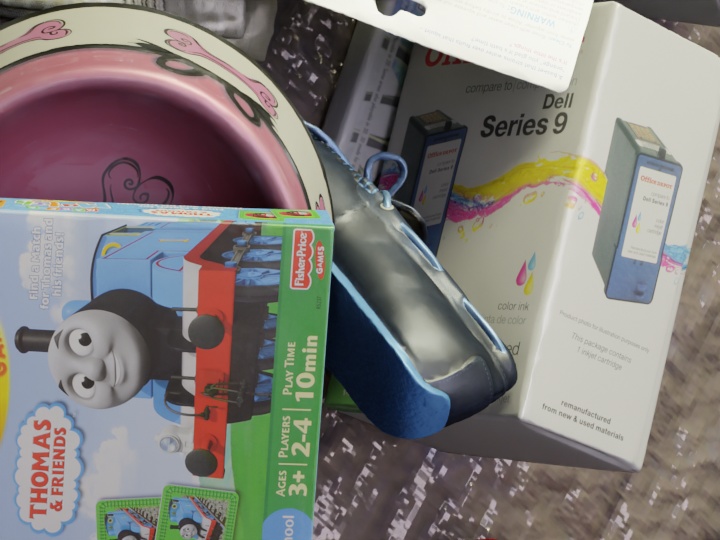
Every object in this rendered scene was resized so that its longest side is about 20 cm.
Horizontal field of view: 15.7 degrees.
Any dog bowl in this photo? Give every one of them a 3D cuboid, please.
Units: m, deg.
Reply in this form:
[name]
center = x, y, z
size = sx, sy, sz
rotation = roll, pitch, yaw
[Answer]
[dog bowl]
center = -0.107, -0.007, 1.080
size = 0.199, 0.074, 0.201
rotation = -1, 102, -6

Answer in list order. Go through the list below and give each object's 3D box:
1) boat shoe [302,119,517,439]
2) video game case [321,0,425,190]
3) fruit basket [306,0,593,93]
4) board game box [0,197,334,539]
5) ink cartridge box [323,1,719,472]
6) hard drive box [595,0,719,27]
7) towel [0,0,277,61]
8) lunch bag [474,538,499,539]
[boat shoe]
center = 0.000, 0.000, 1.178
size = 0.068, 0.084, 0.200
rotation = -13, 55, -28
[video game case]
center = 0.049, -0.031, 1.307
size = 0.182, 0.022, 0.201
rotation = 29, 72, -37
[fruit basket]
center = 0.032, -0.192, 1.195
size = 0.185, 0.094, 0.201
rotation = 19, 71, -3
[board game box]
center = -0.115, 0.048, 1.035
size = 0.199, 0.037, 0.152
rotation = 3, 102, -7
[ink cartridge box]
center = 0.078, -0.017, 1.223
size = 0.087, 0.145, 0.201
rotation = 24, 76, -37
[hard drive box]
center = 0.164, -0.247, 1.325
size = 0.156, 0.077, 0.201
rotation = 45, 57, -66
[towel]
center = -0.107, -0.201, 1.168
size = 0.200, 0.034, 0.193
rotation = 6, 86, -40
[lunch bag]
center = 0.090, 0.251, 1.303
size = 0.200, 0.082, 0.176
rotation = 46, 63, -31
